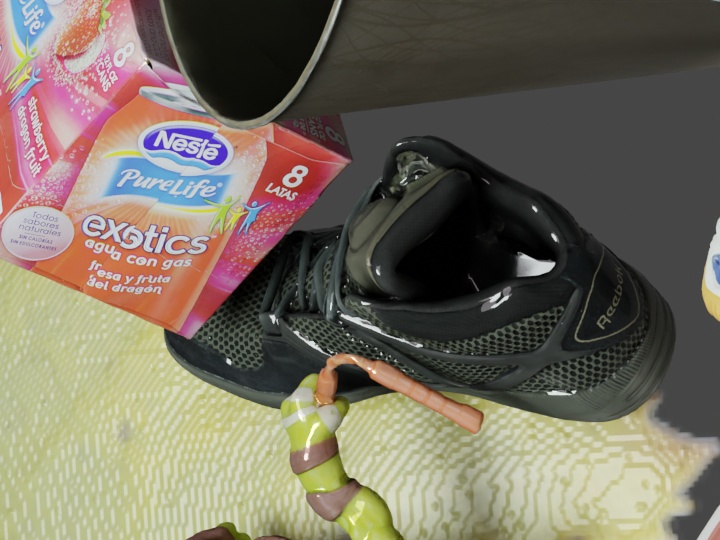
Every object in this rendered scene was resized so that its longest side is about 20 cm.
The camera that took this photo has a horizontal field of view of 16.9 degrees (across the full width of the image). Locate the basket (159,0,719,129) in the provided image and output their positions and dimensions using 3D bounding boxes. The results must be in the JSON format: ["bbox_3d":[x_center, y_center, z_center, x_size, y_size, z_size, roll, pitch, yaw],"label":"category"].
[{"bbox_3d":[0.053,-0.126,0.744,0.136,0.200,0.181,-3,85,59],"label":"basket"}]

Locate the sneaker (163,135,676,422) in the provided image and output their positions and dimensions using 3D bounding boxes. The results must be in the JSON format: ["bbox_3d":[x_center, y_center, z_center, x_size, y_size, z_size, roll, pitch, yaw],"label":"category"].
[{"bbox_3d":[0.000,0.000,0.845,0.199,0.114,0.076,4,62,35],"label":"sneaker"}]

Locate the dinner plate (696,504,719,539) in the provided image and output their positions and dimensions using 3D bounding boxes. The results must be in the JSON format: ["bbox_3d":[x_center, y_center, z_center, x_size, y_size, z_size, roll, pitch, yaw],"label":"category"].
[{"bbox_3d":[0.136,0.135,0.750,0.200,0.024,0.200,-59,16,29],"label":"dinner plate"}]

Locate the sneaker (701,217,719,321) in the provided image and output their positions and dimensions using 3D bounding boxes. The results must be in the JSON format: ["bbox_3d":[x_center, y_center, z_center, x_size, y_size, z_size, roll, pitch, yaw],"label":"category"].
[{"bbox_3d":[0.197,0.002,0.737,0.200,0.075,0.088,23,103,32],"label":"sneaker"}]

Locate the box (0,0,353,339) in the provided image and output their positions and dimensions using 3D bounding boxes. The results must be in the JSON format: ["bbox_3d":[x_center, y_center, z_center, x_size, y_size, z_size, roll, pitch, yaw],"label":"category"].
[{"bbox_3d":[-0.085,-0.088,0.877,0.100,0.095,0.200,-46,39,26],"label":"box"}]

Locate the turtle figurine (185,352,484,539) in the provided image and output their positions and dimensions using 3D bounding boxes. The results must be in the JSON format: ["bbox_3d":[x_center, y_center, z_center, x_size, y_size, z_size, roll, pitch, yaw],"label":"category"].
[{"bbox_3d":[0.006,0.129,0.862,0.161,0.064,0.200,-20,110,48],"label":"turtle figurine"}]
